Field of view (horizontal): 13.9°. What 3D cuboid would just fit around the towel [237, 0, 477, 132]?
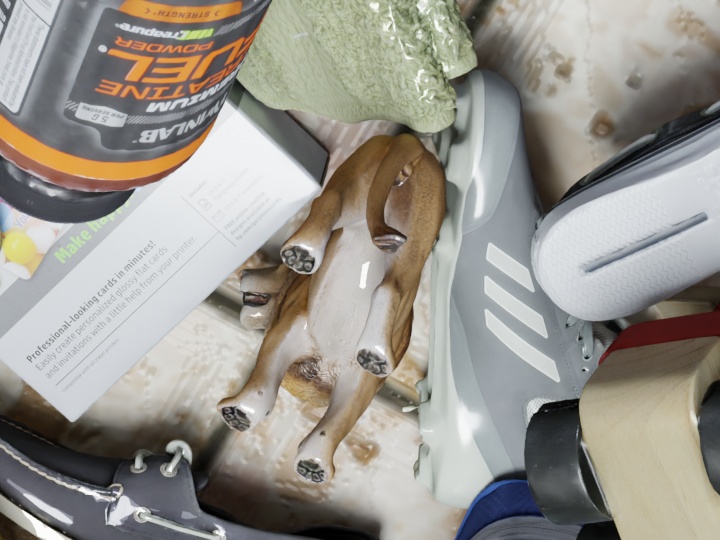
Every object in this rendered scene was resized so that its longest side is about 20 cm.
[{"bbox_3d":[-0.035,-0.146,1.116,0.036,0.148,0.200,-31,110,-29],"label":"towel"}]

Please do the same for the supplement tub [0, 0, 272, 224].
[{"bbox_3d":[-0.089,-0.101,1.083,0.107,0.107,0.200,23,142,-5],"label":"supplement tub"}]

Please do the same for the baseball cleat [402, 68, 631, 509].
[{"bbox_3d":[0.073,0.008,1.215,0.106,0.070,0.200,2,123,-4],"label":"baseball cleat"}]

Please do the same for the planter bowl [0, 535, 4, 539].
[{"bbox_3d":[-0.220,0.132,1.270,0.200,0.083,0.201,5,118,10],"label":"planter bowl"}]

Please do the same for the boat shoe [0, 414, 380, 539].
[{"bbox_3d":[-0.083,0.099,1.265,0.200,0.073,0.063,28,101,-12],"label":"boat shoe"}]

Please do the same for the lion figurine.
[{"bbox_3d":[0.000,0.000,1.142,0.072,0.123,0.200,32,143,-4],"label":"lion figurine"}]

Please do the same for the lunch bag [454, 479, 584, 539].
[{"bbox_3d":[0.077,0.194,1.242,0.136,0.132,0.200,24,131,-1],"label":"lunch bag"}]

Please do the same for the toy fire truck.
[{"bbox_3d":[0.149,0.082,1.140,0.129,0.200,0.176,-10,112,33],"label":"toy fire truck"}]

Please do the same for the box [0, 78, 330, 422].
[{"bbox_3d":[-0.137,-0.057,1.211,0.200,0.041,0.156,44,109,-12],"label":"box"}]

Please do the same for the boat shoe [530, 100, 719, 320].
[{"bbox_3d":[0.157,-0.046,1.122,0.200,0.071,0.072,-18,115,14],"label":"boat shoe"}]
